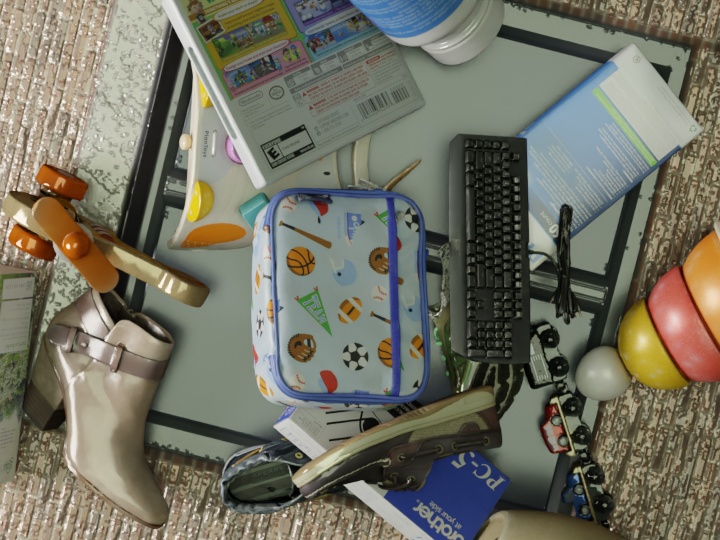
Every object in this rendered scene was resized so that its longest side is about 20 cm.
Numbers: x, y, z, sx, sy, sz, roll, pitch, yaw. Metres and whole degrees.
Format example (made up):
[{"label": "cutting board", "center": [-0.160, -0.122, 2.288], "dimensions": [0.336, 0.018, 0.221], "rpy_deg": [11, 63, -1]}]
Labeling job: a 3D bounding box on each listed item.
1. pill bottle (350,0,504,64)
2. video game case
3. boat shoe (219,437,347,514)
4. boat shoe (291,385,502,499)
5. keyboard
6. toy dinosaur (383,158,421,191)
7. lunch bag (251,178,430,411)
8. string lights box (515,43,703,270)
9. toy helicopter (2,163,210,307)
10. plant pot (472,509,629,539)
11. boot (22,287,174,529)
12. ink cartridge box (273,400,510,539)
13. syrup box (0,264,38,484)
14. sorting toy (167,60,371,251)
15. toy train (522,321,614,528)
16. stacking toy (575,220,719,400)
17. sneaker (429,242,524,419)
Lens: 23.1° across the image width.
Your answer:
[{"label": "pill bottle", "center": [0.038, -0.263, 1.519], "dimensions": [0.112, 0.112, 0.200], "rpy_deg": [-48, 132, 3]}, {"label": "video game case", "center": [-0.055, -0.191, 1.554], "dimensions": [0.200, 0.022, 0.183], "rpy_deg": [-29, 94, -34]}, {"label": "boat shoe", "center": [-0.031, 0.177, 1.600], "dimensions": [0.199, 0.091, 0.071], "rpy_deg": [-18, 94, 1]}, {"label": "boat shoe", "center": [0.038, 0.158, 1.511], "dimensions": [0.199, 0.072, 0.065], "rpy_deg": [-21, 85, -26]}, {"label": "keyboard", "center": [0.137, -0.018, 1.537], "dimensions": [0.126, 0.021, 0.201], "rpy_deg": [3, 81, -20]}, {"label": "toy dinosaur", "center": [0.000, 0.000, 1.615], "dimensions": [0.106, 0.060, 0.201], "rpy_deg": [-5, 97, -26]}, {"label": "lunch bag", "center": [-0.013, 0.021, 1.525], "dimensions": [0.159, 0.076, 0.201], "rpy_deg": [4, 77, -17]}, {"label": "string lights box", "center": [0.198, -0.102, 1.595], "dimensions": [0.200, 0.059, 0.103], "rpy_deg": [-39, 93, 3]}, {"label": "toy helicopter", "center": [-0.226, -0.020, 1.567], "dimensions": [0.199, 0.132, 0.079], "rpy_deg": [27, 93, -2]}, {"label": "plant pot", "center": [0.148, 0.288, 1.546], "dimensions": [0.134, 0.200, 0.200], "rpy_deg": [41, 93, -7]}, {"label": "boot", "center": [-0.215, 0.117, 1.598], "dimensions": [0.200, 0.070, 0.146], "rpy_deg": [41, 106, 8]}, {"label": "ink cartridge box", "center": [0.029, 0.163, 1.569], "dimensions": [0.200, 0.044, 0.094], "rpy_deg": [41, 65, -7]}, {"label": "syrup box", "center": [-0.353, 0.094, 1.594], "dimensions": [0.081, 0.079, 0.201], "rpy_deg": [9, 95, 16]}, {"label": "sorting toy", "center": [-0.073, -0.111, 1.591], "dimensions": [0.179, 0.107, 0.201], "rpy_deg": [2, 94, -19]}, {"label": "toy train", "center": [0.188, 0.146, 1.625], "dimensions": [0.046, 0.034, 0.201], "rpy_deg": [-18, 93, 5]}, {"label": "stacking toy", "center": [0.281, 0.058, 1.578], "dimensions": [0.199, 0.146, 0.147], "rpy_deg": [-28, 93, 13]}, {"label": "sneaker", "center": [0.098, 0.061, 1.612], "dimensions": [0.077, 0.088, 0.201], "rpy_deg": [-11, 115, -39]}]
